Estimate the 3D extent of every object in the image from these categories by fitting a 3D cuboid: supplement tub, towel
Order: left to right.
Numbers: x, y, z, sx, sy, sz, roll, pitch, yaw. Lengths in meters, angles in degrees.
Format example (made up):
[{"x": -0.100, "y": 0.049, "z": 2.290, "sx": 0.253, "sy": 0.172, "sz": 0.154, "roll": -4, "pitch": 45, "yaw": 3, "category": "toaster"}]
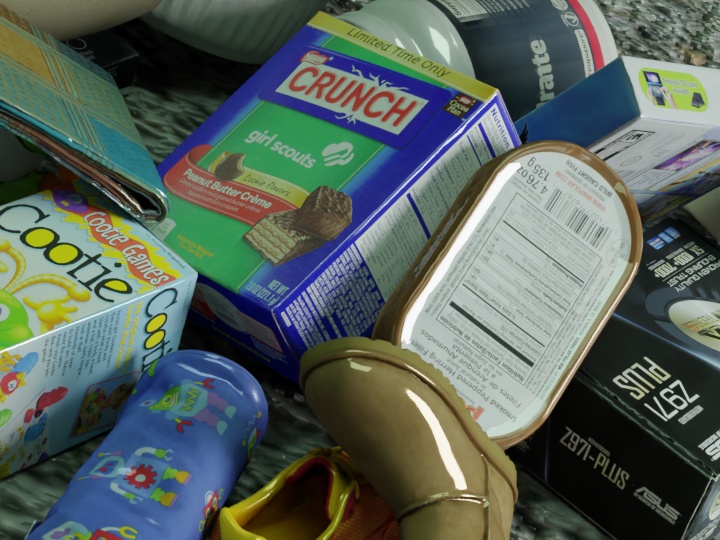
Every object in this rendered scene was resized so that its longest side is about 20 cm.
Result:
[{"x": -0.187, "y": -0.106, "z": 1.258, "sx": 0.146, "sy": 0.022, "sz": 0.200, "roll": 33, "pitch": 13, "yaw": -30, "category": "towel"}, {"x": 0.068, "y": -0.126, "z": 1.475, "sx": 0.199, "sy": 0.141, "sz": 0.140, "roll": -14, "pitch": 47, "yaw": -36, "category": "supplement tub"}]

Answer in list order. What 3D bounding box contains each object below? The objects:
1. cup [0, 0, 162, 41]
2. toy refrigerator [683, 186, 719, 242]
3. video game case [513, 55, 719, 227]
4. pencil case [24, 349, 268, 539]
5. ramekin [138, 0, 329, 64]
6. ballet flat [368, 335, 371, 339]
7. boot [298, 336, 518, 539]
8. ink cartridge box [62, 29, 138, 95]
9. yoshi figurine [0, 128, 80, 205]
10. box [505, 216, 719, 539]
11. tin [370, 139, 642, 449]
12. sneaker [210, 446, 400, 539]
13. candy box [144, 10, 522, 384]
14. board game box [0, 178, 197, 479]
[{"x": -0.241, "y": -0.224, "z": 1.387, "sx": 0.143, "sy": 0.201, "sz": 0.200, "roll": -35, "pitch": 59, "yaw": -25, "category": "cup"}, {"x": 0.277, "y": -0.044, "z": 1.446, "sx": 0.076, "sy": 0.070, "sz": 0.200, "roll": 30, "pitch": 10, "yaw": -14, "category": "toy refrigerator"}, {"x": 0.156, "y": -0.068, "z": 1.362, "sx": 0.180, "sy": 0.199, "sz": 0.046, "roll": 2, "pitch": 66, "yaw": -45, "category": "video game case"}, {"x": -0.118, "y": 0.123, "z": 1.130, "sx": 0.086, "sy": 0.079, "sz": 0.200, "roll": 16, "pitch": 36, "yaw": 11, "category": "pencil case"}, {"x": -0.107, "y": -0.234, "z": 1.530, "sx": 0.199, "sy": 0.106, "sz": 0.200, "roll": 25, "pitch": 21, "yaw": -10, "category": "ramekin"}, {"x": 0.000, "y": 0.000, "z": 1.346, "sx": 0.074, "sy": 0.075, "sz": 0.201, "roll": 12, "pitch": 37, "yaw": -8, "category": "ballet flat"}, {"x": 0.032, "y": 0.152, "z": 1.089, "sx": 0.175, "sy": 0.066, "sz": 0.201, "roll": 39, "pitch": 36, "yaw": -32, "category": "boot"}, {"x": -0.256, "y": -0.178, "z": 1.489, "sx": 0.200, "sy": 0.039, "sz": 0.099, "roll": 38, "pitch": 41, "yaw": 25, "category": "ink cartridge box"}, {"x": -0.254, "y": -0.094, "z": 1.298, "sx": 0.199, "sy": 0.112, "sz": 0.113, "roll": 36, "pitch": 78, "yaw": -3, "category": "yoshi figurine"}, {"x": 0.192, "y": 0.072, "z": 1.321, "sx": 0.163, "sy": 0.087, "sz": 0.199, "roll": 38, "pitch": 41, "yaw": 24, "category": "box"}, {"x": 0.085, "y": 0.014, "z": 1.219, "sx": 0.112, "sy": 0.042, "sz": 0.201, "roll": 35, "pitch": 71, "yaw": -4, "category": "tin"}, {"x": -0.005, "y": 0.128, "z": 1.174, "sx": 0.073, "sy": 0.078, "sz": 0.199, "roll": 34, "pitch": 38, "yaw": 23, "category": "sneaker"}, {"x": -0.025, "y": -0.047, "z": 1.284, "sx": 0.200, "sy": 0.077, "sz": 0.169, "roll": -44, "pitch": 45, "yaw": -20, "category": "candy box"}, {"x": -0.204, "y": 0.040, "z": 1.176, "sx": 0.103, "sy": 0.105, "sz": 0.199, "roll": 40, "pitch": 41, "yaw": 27, "category": "board game box"}]
